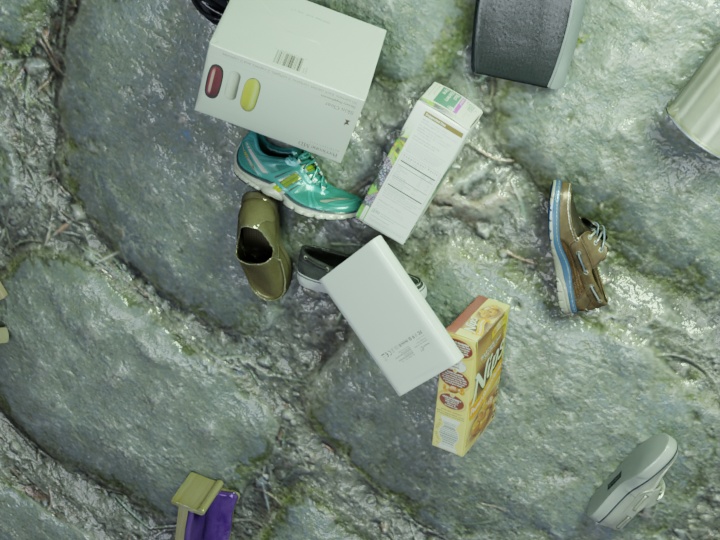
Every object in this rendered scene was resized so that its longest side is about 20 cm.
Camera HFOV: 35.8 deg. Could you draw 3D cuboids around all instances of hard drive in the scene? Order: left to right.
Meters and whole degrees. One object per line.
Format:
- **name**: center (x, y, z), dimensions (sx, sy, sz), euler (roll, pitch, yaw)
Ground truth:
- **hard drive**: center (0.041, 0.065, 1.539), dimensions (0.132, 0.026, 0.200), euler (-36, 88, 44)
- **hard drive**: center (0.205, -0.324, 1.362), dimensions (0.134, 0.042, 0.201), euler (15, 121, 13)

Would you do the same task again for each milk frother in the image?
- **milk frother**: center (0.469, -0.193, 1.241), dimensions (0.180, 0.200, 0.188), euler (30, 124, -2)

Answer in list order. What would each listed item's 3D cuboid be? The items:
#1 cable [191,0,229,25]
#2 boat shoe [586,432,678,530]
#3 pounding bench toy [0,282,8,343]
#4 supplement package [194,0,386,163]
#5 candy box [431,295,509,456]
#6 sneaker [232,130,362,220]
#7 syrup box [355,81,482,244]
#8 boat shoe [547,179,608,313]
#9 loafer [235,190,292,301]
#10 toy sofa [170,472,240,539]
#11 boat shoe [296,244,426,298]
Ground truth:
- **cable**: center (-0.167, -0.390, 1.461), dimensions (0.162, 0.051, 0.201), euler (-7, 116, 22)
- **boat shoe**: center (0.407, 0.313, 1.616), dimensions (0.066, 0.072, 0.200), euler (31, 124, -3)
- **pounding bench toy**: center (-0.683, 0.072, 1.846), dimensions (0.124, 0.156, 0.201), euler (-17, 110, 27)
- **supplement package**: center (-0.088, -0.254, 1.410), dimensions (0.199, 0.156, 0.111), euler (19, 137, -4)
- **candy box**: center (0.157, 0.151, 1.590), dimensions (0.055, 0.115, 0.201), euler (19, 123, 24)
- **sneaker**: center (-0.086, -0.131, 1.562), dimensions (0.199, 0.078, 0.080), euler (27, 114, 6)
- **syrup box**: center (0.077, -0.142, 1.487), dimensions (0.081, 0.079, 0.200), euler (30, 124, 3)
- **boat shoe**: center (0.291, -0.034, 1.477), dimensions (0.072, 0.072, 0.201), euler (-4, 126, 17)
- **loafer**: center (-0.150, -0.024, 1.628), dimensions (0.076, 0.068, 0.201), euler (7, 134, 18)
- **toy sofa**: center (-0.280, 0.462, 1.949), dimensions (0.097, 0.083, 0.201), euler (19, 122, 12)
- **boat shoe**: center (0.000, 0.000, 1.606), dimensions (0.199, 0.070, 0.067), euler (13, 123, 23)
